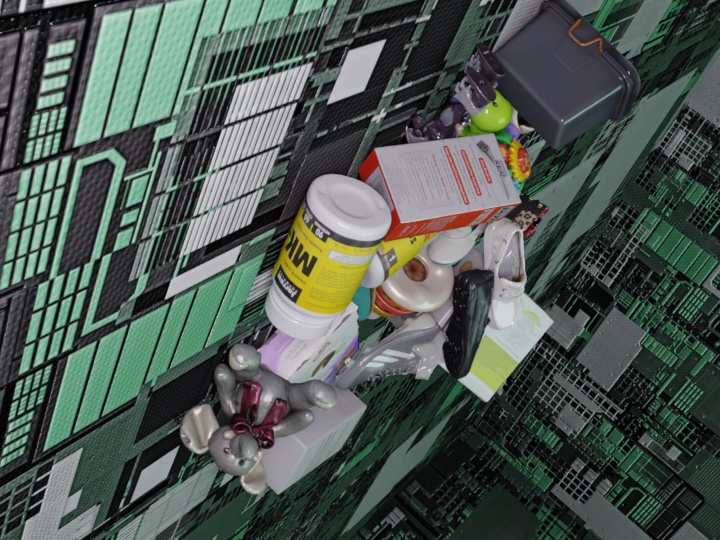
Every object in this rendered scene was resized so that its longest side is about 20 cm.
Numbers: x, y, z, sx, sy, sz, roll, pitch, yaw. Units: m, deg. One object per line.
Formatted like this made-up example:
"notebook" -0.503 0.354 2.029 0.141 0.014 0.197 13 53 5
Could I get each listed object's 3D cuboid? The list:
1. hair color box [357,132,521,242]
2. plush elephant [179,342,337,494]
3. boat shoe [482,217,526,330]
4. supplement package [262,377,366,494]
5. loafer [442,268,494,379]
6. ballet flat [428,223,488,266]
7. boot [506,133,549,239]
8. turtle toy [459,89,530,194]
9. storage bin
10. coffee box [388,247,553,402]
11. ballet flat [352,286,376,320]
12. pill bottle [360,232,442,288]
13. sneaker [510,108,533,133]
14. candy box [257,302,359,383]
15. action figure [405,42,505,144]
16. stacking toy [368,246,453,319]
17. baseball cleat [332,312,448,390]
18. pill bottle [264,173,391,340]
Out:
"hair color box" 0.107 -0.114 1.340 0.198 0.112 0.064 -11 162 -28
"plush elephant" -0.158 0.218 1.397 0.200 0.164 0.156 -33 -149 56
"boat shoe" 0.241 0.015 1.649 0.070 0.069 0.202 -16 116 -24
"supplement package" -0.105 0.271 1.720 0.199 0.121 0.120 -23 149 -56
"loafer" 0.184 0.091 1.648 0.070 0.068 0.203 -10 122 -29
"ballet flat" 0.168 -0.075 1.633 0.200 0.069 0.070 -38 160 -49
"boot" 0.270 -0.147 1.759 0.200 0.150 0.073 -45 163 -16
"turtle toy" 0.204 -0.183 1.535 0.146 0.100 0.202 -57 132 -49
"storage bin" 0.293 -0.288 1.469 0.134 0.200 0.146 -36 161 -12
"coffee box" 0.188 0.076 1.803 0.200 0.200 0.198 39 92 -30
"ballet flat" 0.000 0.000 1.541 0.201 0.068 0.064 105 -10 -52
"pill bottle" 0.056 -0.073 1.410 0.200 0.109 0.110 -39 161 -24
"sneaker" 0.245 -0.235 1.625 0.073 0.084 0.201 -45 164 -22
"candy box" -0.082 0.129 1.567 0.168 0.071 0.200 -45 163 -18
"action figure" 0.127 -0.218 1.382 0.130 0.069 0.200 -46 179 -38
"stacking toy" 0.055 0.034 1.670 0.146 0.146 0.200 -38 174 -36
"baseball cleat" 0.057 0.153 1.626 0.199 0.107 0.070 -37 171 -8
"pill bottle" -0.047 -0.013 1.277 0.114 0.114 0.201 -29 153 -50
